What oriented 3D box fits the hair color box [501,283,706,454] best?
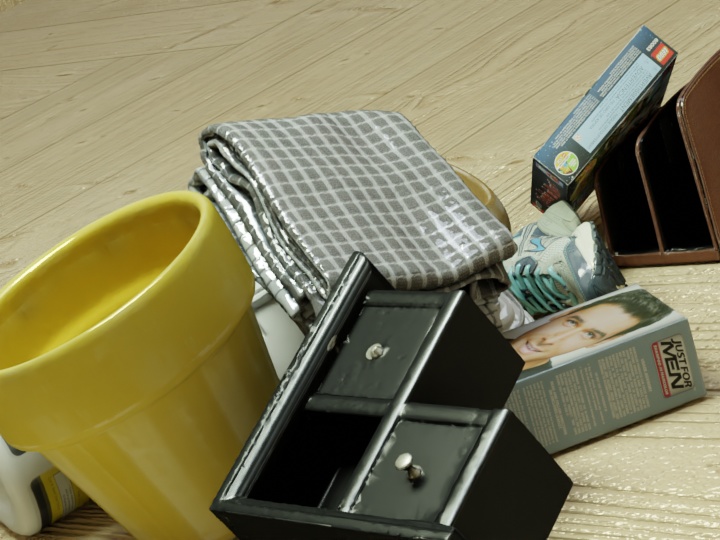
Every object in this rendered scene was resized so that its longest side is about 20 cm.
[{"bbox_3d":[0.120,0.079,1.446,0.199,0.061,0.099,-19,17,-9],"label":"hair color box"}]

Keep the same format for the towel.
[{"bbox_3d":[-0.004,-0.033,1.476,0.165,0.086,0.200,-7,42,-35],"label":"towel"}]

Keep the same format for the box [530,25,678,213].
[{"bbox_3d":[0.196,-0.113,1.752,0.137,0.038,0.200,-51,-8,-4],"label":"box"}]

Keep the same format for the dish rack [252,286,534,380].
[{"bbox_3d":[0.010,0.038,1.540,0.199,0.044,0.172,-32,56,-21],"label":"dish rack"}]

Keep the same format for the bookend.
[{"bbox_3d":[0.044,0.096,1.283,0.199,0.092,0.199,2,54,46],"label":"bookend"}]

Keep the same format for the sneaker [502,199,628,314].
[{"bbox_3d":[0.150,0.009,1.638,0.086,0.078,0.200,-30,11,-1],"label":"sneaker"}]

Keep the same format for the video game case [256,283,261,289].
[{"bbox_3d":[0.000,0.000,1.671,0.181,0.024,0.200,7,23,8],"label":"video game case"}]

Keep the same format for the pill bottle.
[{"bbox_3d":[-0.191,0.098,1.568,0.199,0.113,0.112,-31,22,-24],"label":"pill bottle"}]

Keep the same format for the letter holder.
[{"bbox_3d":[0.273,-0.109,1.734,0.100,0.143,0.200,-4,22,36],"label":"letter holder"}]

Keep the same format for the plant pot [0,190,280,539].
[{"bbox_3d":[-0.137,0.079,1.431,0.200,0.189,0.201,-27,23,13],"label":"plant pot"}]

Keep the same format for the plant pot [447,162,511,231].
[{"bbox_3d":[0.029,-0.066,1.739,0.199,0.028,0.200,13,18,-4],"label":"plant pot"}]
